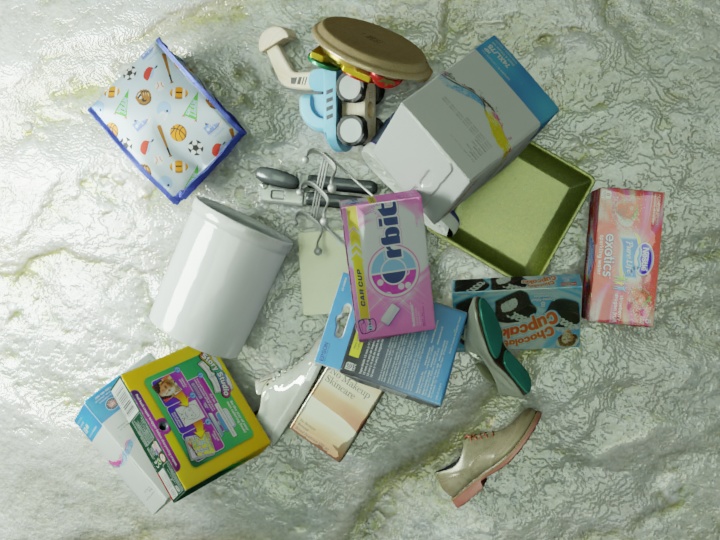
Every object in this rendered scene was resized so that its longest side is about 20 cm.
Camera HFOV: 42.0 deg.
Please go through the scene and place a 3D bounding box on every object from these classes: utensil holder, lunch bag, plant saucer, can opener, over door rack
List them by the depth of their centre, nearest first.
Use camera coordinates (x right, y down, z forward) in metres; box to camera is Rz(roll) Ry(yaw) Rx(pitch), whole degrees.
[{"bbox_3d":[-0.018,-0.075,1.420,0.198,0.149,0.067,33,50,15],"label":"over door rack"},{"bbox_3d":[-0.220,0.012,1.462,0.168,0.170,0.203,26,94,5],"label":"utensil holder"},{"bbox_3d":[0.233,-0.104,1.472,0.198,0.048,0.202,30,93,5],"label":"plant saucer"},{"bbox_3d":[-0.298,-0.229,1.491,0.170,0.124,0.200,-45,79,4],"label":"lunch bag"},{"bbox_3d":[-0.071,-0.127,1.499,0.196,0.066,0.054,7,90,1],"label":"can opener"}]

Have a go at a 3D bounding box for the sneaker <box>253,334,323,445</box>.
[{"bbox_3d":[-0.119,0.176,1.500,0.084,0.073,0.202,33,95,2],"label":"sneaker"}]

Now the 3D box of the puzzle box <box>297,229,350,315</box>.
[{"bbox_3d":[0.000,0.000,1.509,0.196,0.025,0.136,-3,90,6],"label":"puzzle box"}]

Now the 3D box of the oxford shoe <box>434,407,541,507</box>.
[{"bbox_3d":[0.199,0.279,1.471,0.200,0.070,0.075,-45,81,4],"label":"oxford shoe"}]

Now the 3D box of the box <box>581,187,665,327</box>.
[{"bbox_3d":[0.399,-0.020,1.431,0.100,0.095,0.204,6,91,5],"label":"box"}]

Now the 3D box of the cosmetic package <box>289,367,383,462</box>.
[{"bbox_3d":[-0.015,0.186,1.482,0.102,0.087,0.202,31,94,6],"label":"cosmetic package"}]

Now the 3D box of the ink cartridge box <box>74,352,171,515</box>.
[{"bbox_3d":[-0.329,0.258,1.482,0.200,0.144,0.085,48,138,4],"label":"ink cartridge box"}]

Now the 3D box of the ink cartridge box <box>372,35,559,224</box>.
[{"bbox_3d":[0.148,-0.199,1.343,0.199,0.147,0.147,-39,84,-26],"label":"ink cartridge box"}]

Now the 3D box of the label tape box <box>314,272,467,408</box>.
[{"bbox_3d":[0.045,0.105,1.400,0.196,0.066,0.146,18,79,4],"label":"label tape box"}]

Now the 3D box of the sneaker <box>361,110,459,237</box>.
[{"bbox_3d":[0.113,-0.167,1.436,0.200,0.081,0.146,44,77,11],"label":"sneaker"}]

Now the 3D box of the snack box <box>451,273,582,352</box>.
[{"bbox_3d":[0.241,0.067,1.451,0.196,0.037,0.118,-3,124,6],"label":"snack box"}]

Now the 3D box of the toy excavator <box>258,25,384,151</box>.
[{"bbox_3d":[-0.068,-0.287,1.483,0.196,0.100,0.199,2,98,21],"label":"toy excavator"}]

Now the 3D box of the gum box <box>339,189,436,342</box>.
[{"bbox_3d":[0.039,-0.003,1.323,0.111,0.066,0.204,-8,102,-2],"label":"gum box"}]

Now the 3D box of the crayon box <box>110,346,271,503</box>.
[{"bbox_3d":[-0.261,0.226,1.451,0.202,0.171,0.058,57,135,12],"label":"crayon box"}]

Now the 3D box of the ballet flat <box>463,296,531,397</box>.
[{"bbox_3d":[0.196,0.126,1.437,0.069,0.070,0.201,-31,120,5],"label":"ballet flat"}]

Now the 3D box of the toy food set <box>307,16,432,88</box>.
[{"bbox_3d":[0.013,-0.330,1.424,0.195,0.200,0.049,24,119,4],"label":"toy food set"}]
